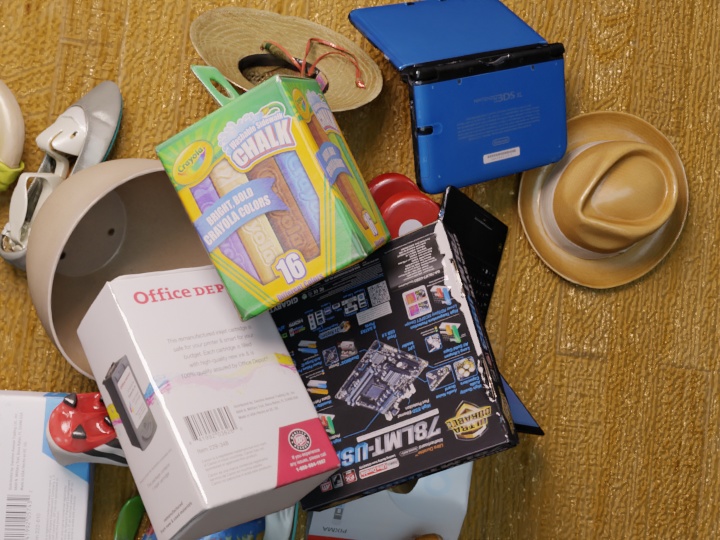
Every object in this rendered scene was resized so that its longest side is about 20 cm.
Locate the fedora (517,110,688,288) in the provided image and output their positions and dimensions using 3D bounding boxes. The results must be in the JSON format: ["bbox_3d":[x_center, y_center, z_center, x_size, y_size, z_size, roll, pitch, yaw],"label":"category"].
[{"bbox_3d":[0.267,-0.078,1.045,0.196,0.082,0.205,0,88,-10],"label":"fedora"}]

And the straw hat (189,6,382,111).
[{"bbox_3d":[-0.080,-0.174,0.979,0.197,0.203,0.086,17,126,-9],"label":"straw hat"}]

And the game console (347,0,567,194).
[{"bbox_3d":[0.100,-0.184,1.001,0.197,0.118,0.174,-16,109,-32],"label":"game console"}]

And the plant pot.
[{"bbox_3d":[-0.224,-0.017,0.910,0.198,0.134,0.204,-24,128,-36],"label":"plant pot"}]

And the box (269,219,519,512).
[{"bbox_3d":[0.018,0.086,0.876,0.197,0.050,0.202,-22,72,17],"label":"box"}]

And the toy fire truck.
[{"bbox_3d":[0.000,0.000,0.991,0.196,0.112,0.171,-6,107,-9],"label":"toy fire truck"}]

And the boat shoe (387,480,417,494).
[{"bbox_3d":[0.043,0.134,0.969,0.065,0.200,0.075,-1,117,25],"label":"boat shoe"}]

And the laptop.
[{"bbox_3d":[0.132,0.043,0.960,0.102,0.177,0.204,13,85,27],"label":"laptop"}]

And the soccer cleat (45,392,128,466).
[{"bbox_3d":[-0.182,0.138,0.895,0.196,0.086,0.070,-5,58,-26],"label":"soccer cleat"}]

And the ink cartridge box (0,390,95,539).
[{"bbox_3d":[-0.350,0.185,0.925,0.196,0.085,0.148,4,87,-12],"label":"ink cartridge box"}]

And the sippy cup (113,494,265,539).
[{"bbox_3d":[-0.152,0.271,0.924,0.175,0.140,0.132,22,92,-3],"label":"sippy cup"}]

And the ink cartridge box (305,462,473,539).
[{"bbox_3d":[0.025,0.259,1.009,0.157,0.047,0.204,8,85,-9],"label":"ink cartridge box"}]

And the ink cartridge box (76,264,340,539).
[{"bbox_3d":[-0.126,0.105,0.819,0.146,0.086,0.202,-6,59,-45],"label":"ink cartridge box"}]

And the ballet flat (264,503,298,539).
[{"bbox_3d":[-0.082,0.175,0.983,0.068,0.069,0.204,11,89,-9],"label":"ballet flat"}]

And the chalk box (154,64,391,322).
[{"bbox_3d":[-0.076,-0.084,0.826,0.122,0.124,0.203,-25,94,16],"label":"chalk box"}]

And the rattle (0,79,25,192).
[{"bbox_3d":[-0.398,-0.158,0.897,0.128,0.142,0.204,-8,100,31],"label":"rattle"}]

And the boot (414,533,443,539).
[{"bbox_3d":[-0.021,0.316,0.963,0.143,0.071,0.203,29,104,-20],"label":"boot"}]

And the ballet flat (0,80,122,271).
[{"bbox_3d":[-0.288,-0.096,0.949,0.063,0.067,0.203,26,84,-53],"label":"ballet flat"}]
